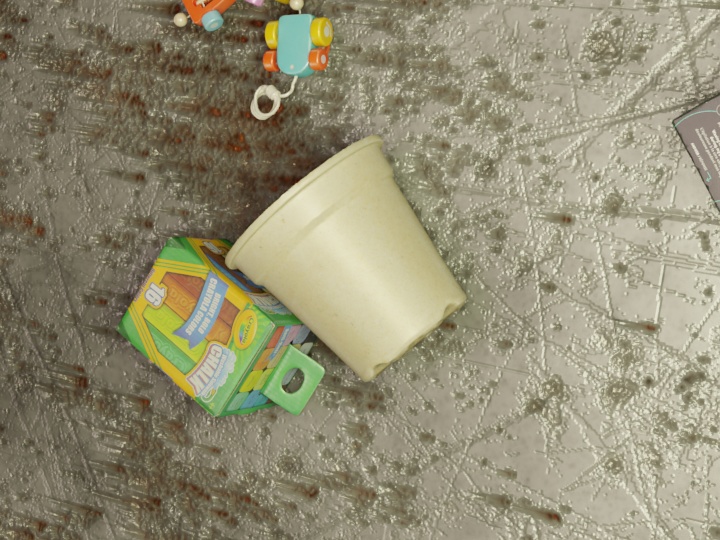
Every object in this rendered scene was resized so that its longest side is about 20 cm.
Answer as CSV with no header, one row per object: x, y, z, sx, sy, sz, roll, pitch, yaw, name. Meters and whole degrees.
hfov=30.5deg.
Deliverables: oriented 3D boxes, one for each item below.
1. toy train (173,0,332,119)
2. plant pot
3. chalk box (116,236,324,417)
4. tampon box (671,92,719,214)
-0.107,-0.264,1.421,0.150,0.056,0.200,-40,71,21,toy train
0.000,0.000,1.305,0.200,0.200,0.184,-42,84,19,plant pot
-0.130,0.071,1.388,0.200,0.124,0.125,37,105,21,chalk box
0.401,-0.109,1.139,0.199,0.126,0.150,-29,78,21,tampon box
